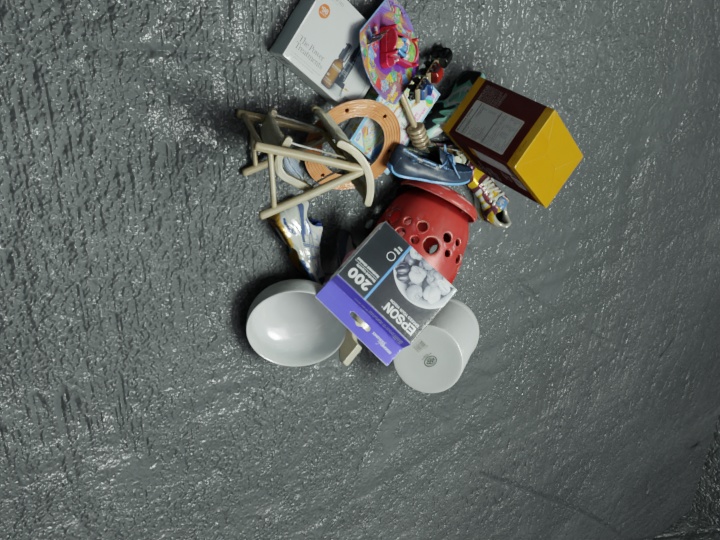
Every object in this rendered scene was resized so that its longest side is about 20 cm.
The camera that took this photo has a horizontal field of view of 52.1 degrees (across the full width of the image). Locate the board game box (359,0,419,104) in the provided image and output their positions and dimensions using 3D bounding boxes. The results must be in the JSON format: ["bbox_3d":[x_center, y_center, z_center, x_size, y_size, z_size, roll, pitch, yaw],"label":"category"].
[{"bbox_3d":[0.072,-0.409,1.361,0.200,0.039,0.158,-59,133,-36],"label":"board game box"}]

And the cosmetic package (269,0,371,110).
[{"bbox_3d":[-0.048,-0.399,1.330,0.200,0.052,0.151,31,88,-45],"label":"cosmetic package"}]

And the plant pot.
[{"bbox_3d":[0.139,-0.084,1.551,0.200,0.200,0.183,32,86,-45],"label":"plant pot"}]

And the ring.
[{"bbox_3d":[-0.016,-0.242,1.415,0.199,0.019,0.201,-15,135,-15],"label":"ring"}]

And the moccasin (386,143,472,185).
[{"bbox_3d":[0.150,-0.214,1.475,0.199,0.080,0.068,-1,118,-35],"label":"moccasin"}]

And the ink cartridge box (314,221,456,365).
[{"bbox_3d":[0.050,0.043,1.404,0.198,0.043,0.200,43,76,-5],"label":"ink cartridge box"}]

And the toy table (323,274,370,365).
[{"bbox_3d":[-0.010,0.103,1.579,0.200,0.117,0.184,31,91,-46],"label":"toy table"}]

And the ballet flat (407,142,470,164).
[{"bbox_3d":[0.157,-0.239,1.571,0.199,0.071,0.069,-10,116,-36],"label":"ballet flat"}]

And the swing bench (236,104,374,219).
[{"bbox_3d":[-0.095,-0.196,1.256,0.199,0.199,0.130,-9,120,-15],"label":"swing bench"}]

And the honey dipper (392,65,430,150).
[{"bbox_3d":[0.090,-0.325,1.445,0.038,0.038,0.200,-41,131,-16],"label":"honey dipper"}]

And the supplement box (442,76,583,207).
[{"bbox_3d":[0.312,-0.261,1.504,0.133,0.200,0.197,-54,143,3],"label":"supplement box"}]

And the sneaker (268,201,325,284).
[{"bbox_3d":[-0.100,-0.053,1.450,0.088,0.075,0.200,-40,133,-17],"label":"sneaker"}]

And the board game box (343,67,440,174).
[{"bbox_3d":[0.062,-0.312,1.478,0.134,0.034,0.200,35,88,-44],"label":"board game box"}]

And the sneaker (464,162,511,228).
[{"bbox_3d":[0.300,-0.182,1.707,0.075,0.090,0.200,-45,134,-12],"label":"sneaker"}]

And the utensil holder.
[{"bbox_3d":[0.173,0.168,1.670,0.200,0.169,0.171,-43,147,-68],"label":"utensil holder"}]

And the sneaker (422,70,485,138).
[{"bbox_3d":[0.215,-0.314,1.576,0.200,0.078,0.140,-44,132,-13],"label":"sneaker"}]

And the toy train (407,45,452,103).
[{"bbox_3d":[0.139,-0.384,1.441,0.034,0.046,0.200,85,26,-43],"label":"toy train"}]

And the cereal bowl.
[{"bbox_3d":[-0.128,0.094,1.472,0.199,0.083,0.201,-3,126,-5],"label":"cereal bowl"}]

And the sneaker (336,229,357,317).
[{"bbox_3d":[0.000,0.000,1.484,0.082,0.201,0.070,-14,151,8],"label":"sneaker"}]
